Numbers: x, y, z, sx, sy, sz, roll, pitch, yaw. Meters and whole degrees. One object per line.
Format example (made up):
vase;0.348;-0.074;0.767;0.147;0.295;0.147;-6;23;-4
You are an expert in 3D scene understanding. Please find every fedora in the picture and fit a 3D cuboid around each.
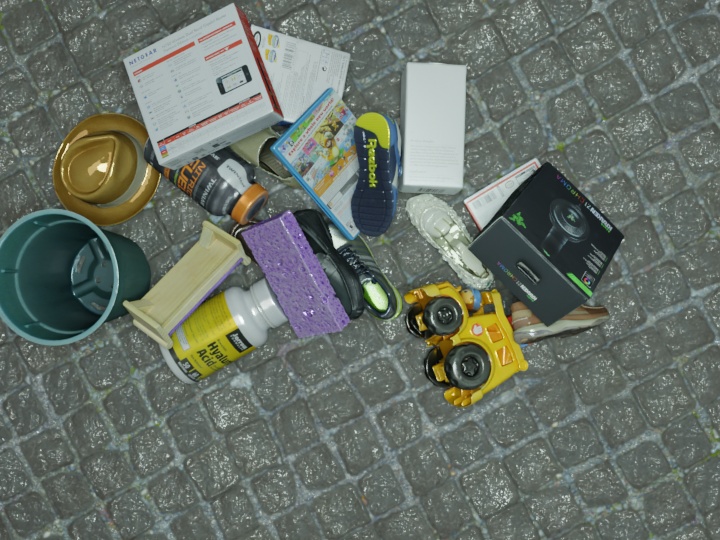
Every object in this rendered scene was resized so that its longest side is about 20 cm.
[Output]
fedora;-0.439;-0.174;1.147;0.200;0.082;0.202;0;92;2

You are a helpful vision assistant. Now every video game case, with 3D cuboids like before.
video game case;-0.032;-0.169;1.095;0.143;0.018;0.200;-49;116;-17
video game case;0.283;-0.067;1.144;0.143;0.017;0.201;-30;90;3

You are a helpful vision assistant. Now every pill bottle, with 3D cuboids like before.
pill bottle;-0.223;0.095;1.130;0.199;0.111;0.112;-30;90;3
pill bottle;-0.249;-0.162;1.122;0.200;0.106;0.106;38;93;4

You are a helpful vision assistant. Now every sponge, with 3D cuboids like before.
sponge;-0.102;0.010;1.064;0.111;0.030;0.201;-13;110;46

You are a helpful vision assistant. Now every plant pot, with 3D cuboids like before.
plant pot;-0.445;0.009;1.095;0.199;0.196;0.201;0;91;4

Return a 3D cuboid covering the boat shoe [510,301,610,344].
boat shoe;0.320;0.068;1.088;0.199;0.076;0.072;-4;70;-34

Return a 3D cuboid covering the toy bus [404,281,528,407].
toy bus;0.189;0.094;1.105;0.191;0.136;0.201;-24;88;-13

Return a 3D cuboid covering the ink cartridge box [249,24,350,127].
ink cartridge box;-0.129;-0.307;1.101;0.199;0.076;0.137;11;91;-19

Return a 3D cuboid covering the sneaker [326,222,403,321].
sneaker;0.000;0.000;1.130;0.074;0.081;0.200;-41;89;3

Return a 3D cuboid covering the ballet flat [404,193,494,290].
ballet flat;0.155;-0.053;1.129;0.072;0.072;0.200;-42;88;3

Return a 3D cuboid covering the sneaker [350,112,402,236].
sneaker;0.032;-0.152;1.077;0.074;0.082;0.201;12;114;16

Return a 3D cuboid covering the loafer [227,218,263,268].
loafer;-0.135;-0.025;1.141;0.199;0.071;0.073;30;93;2

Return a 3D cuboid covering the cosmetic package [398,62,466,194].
cosmetic package;0.116;-0.230;1.114;0.101;0.074;0.201;3;87;-5

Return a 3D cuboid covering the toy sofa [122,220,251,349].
toy sofa;-0.272;0.028;1.096;0.083;0.098;0.200;29;64;24

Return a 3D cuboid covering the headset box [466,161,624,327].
headset box;0.281;-0.040;1.036;0.174;0.093;0.200;45;49;2

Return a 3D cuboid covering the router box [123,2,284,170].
router box;-0.239;-0.276;1.035;0.199;0.049;0.180;-21;84;12

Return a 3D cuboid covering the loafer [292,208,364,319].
loafer;-0.061;-0.008;1.084;0.068;0.070;0.201;-43;70;41

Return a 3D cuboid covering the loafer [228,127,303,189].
loafer;-0.165;-0.210;1.139;0.200;0.068;0.076;32;93;2
